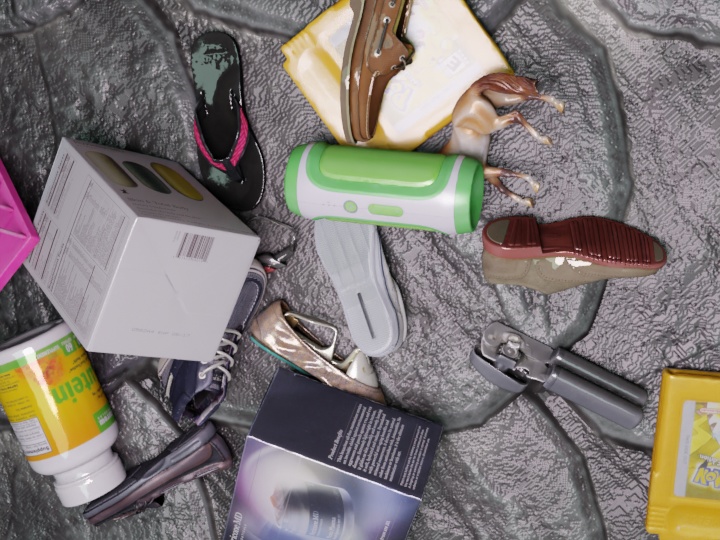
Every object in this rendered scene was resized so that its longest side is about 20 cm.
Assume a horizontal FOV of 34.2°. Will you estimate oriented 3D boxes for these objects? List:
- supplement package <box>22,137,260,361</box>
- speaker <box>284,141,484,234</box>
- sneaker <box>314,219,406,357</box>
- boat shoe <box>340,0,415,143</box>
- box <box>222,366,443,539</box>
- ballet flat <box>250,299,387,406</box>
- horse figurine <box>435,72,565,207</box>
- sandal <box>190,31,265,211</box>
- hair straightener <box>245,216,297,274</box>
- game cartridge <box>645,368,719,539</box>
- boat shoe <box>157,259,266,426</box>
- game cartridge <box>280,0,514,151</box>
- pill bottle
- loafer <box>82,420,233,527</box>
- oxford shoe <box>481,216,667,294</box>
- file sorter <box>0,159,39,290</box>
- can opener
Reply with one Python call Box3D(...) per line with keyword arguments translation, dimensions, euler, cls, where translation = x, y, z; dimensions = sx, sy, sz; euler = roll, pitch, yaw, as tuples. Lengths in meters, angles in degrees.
Box3D(translation=(-0.236, -0.022, 1.235), dimensions=(0.151, 0.200, 0.151), euler=(9, 111, -41), cls="supplement package")
Box3D(translation=(0.025, -0.087, 1.227), dimensions=(0.199, 0.088, 0.089), euler=(7, 105, 16), cls="speaker")
Box3D(translation=(0.000, 0.000, 1.299), dimensions=(0.073, 0.071, 0.201), euler=(-15, 80, 16), cls="sneaker")
Box3D(translation=(0.021, -0.228, 1.206), dimensions=(0.067, 0.072, 0.201), euler=(8, 105, 9), cls="boat shoe")
Box3D(translation=(-0.035, 0.243, 1.302), dimensions=(0.197, 0.123, 0.201), euler=(19, 129, 5), cls="box")
Box3D(translation=(-0.032, 0.102, 1.329), dimensions=(0.199, 0.068, 0.067), euler=(35, 99, -3), cls="ballet flat")
Box3D(translation=(0.135, -0.137, 1.232), dimensions=(0.132, 0.050, 0.201), euler=(18, 135, 7), cls="horse figurine")
Box3D(translation=(-0.154, -0.161, 1.292), dimensions=(0.075, 0.045, 0.201), euler=(-7, 102, 10), cls="sandal")
Box3D(translation=(-0.160, -0.005, 1.332), dimensions=(0.199, 0.041, 0.077), euler=(-28, 98, 15), cls="hair straightener")
Box3D(translation=(0.415, 0.214, 1.299), dimensions=(0.175, 0.032, 0.202), euler=(4, 103, 7), cls="game cartridge")
Box3D(translation=(-0.157, 0.085, 1.310), dimensions=(0.074, 0.093, 0.200), euler=(14, 124, -33), cls="boat shoe")
Box3D(translation=(0.036, -0.223, 1.256), dimensions=(0.200, 0.032, 0.177), euler=(-36, 96, 14), cls="game cartridge")
Box3D(translation=(-0.350, 0.168, 1.366), dimensions=(0.110, 0.111, 0.201), euler=(-20, 100, 12), cls="pill bottle")
Box3D(translation=(-0.241, 0.257, 1.396), dimensions=(0.199, 0.072, 0.063), euler=(-35, 101, 12), cls="loafer")
Box3D(translation=(0.229, -0.012, 1.273), dimensions=(0.198, 0.071, 0.075), euler=(6, 131, 5), cls="oxford shoe")
Box3D(translation=(-0.467, -0.063, 1.269), dimensions=(0.139, 0.125, 0.200), euler=(-48, 53, 16), cls="file sorter")
Box3D(translation=(0.219, 0.123, 1.313), dimensions=(0.199, 0.053, 0.067), euler=(27, 138, 1), cls="can opener")
